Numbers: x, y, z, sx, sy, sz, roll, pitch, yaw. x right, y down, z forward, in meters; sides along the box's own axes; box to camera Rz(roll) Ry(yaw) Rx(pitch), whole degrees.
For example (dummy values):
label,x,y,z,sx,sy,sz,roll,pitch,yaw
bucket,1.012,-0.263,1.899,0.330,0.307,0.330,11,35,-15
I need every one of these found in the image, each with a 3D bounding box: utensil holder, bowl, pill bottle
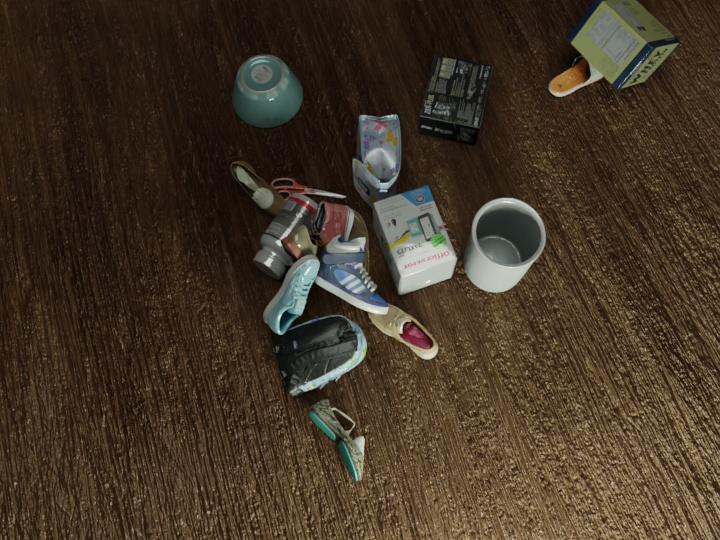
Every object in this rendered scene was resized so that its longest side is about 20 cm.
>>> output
label,x,y,z,sx,sy,sz,roll,pitch,yaw
utensil holder,0.336,-0.054,1.627,0.167,0.200,0.172,0,71,1
bowl,-0.258,-0.499,1.841,0.198,0.105,0.204,0,72,0
pill bottle,-0.179,-0.082,1.690,0.110,0.111,0.201,30,74,11

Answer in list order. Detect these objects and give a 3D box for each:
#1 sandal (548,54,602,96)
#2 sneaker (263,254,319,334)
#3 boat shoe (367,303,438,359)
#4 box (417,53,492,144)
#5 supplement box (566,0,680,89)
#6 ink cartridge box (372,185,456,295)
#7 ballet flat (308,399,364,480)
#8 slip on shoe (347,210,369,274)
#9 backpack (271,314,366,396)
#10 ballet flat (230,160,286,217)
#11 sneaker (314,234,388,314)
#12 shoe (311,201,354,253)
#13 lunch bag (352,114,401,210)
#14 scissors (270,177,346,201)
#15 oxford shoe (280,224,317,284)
label,x,y,z,sx,sy,sz,roll,pitch,yaw
sandal,0.609,-0.547,1.869,0.206,0.059,0.079,-34,74,-11
sneaker,-0.144,0.062,1.570,0.082,0.073,0.201,46,110,41
boat shoe,0.103,0.133,1.633,0.199,0.069,0.074,33,75,13
box,0.253,-0.458,1.829,0.162,0.086,0.202,12,71,5
supplement box,0.697,-0.609,1.808,0.199,0.135,0.200,-24,69,-41
ink cartridge box,0.129,-0.070,1.663,0.145,0.146,0.202,-18,72,-5
ballet flat,-0.037,0.377,1.558,0.075,0.068,0.201,-30,70,-26
slip on shoe,-0.016,-0.066,1.709,0.075,0.061,0.203,-4,71,-1
backpack,-0.085,0.184,1.587,0.199,0.153,0.165,-32,63,20
ballet flat,-0.268,-0.211,1.754,0.068,0.072,0.200,-44,75,12
sneaker,0.000,0.000,1.604,0.198,0.081,0.148,26,99,4
shoe,-0.080,-0.066,1.667,0.090,0.071,0.203,11,91,-38
lunch bag,0.042,-0.264,1.720,0.125,0.170,0.203,-2,71,-2
scissors,-0.137,-0.215,1.787,0.197,0.014,0.074,-5,69,1
oxford shoe,-0.121,-0.033,1.626,0.070,0.201,0.075,37,76,27
